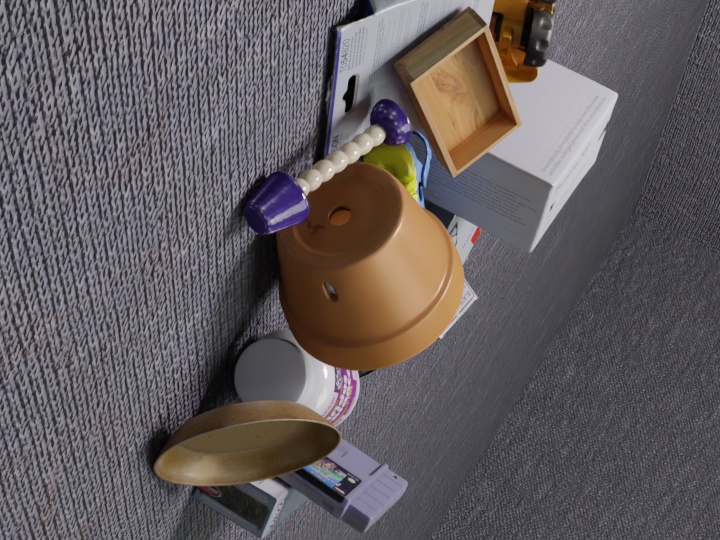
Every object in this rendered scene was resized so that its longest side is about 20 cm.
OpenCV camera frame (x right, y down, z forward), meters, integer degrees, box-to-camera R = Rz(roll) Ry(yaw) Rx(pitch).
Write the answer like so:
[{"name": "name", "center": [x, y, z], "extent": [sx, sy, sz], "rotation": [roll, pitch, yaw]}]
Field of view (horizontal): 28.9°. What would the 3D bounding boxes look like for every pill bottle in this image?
[{"name": "pill bottle", "center": [-0.073, 0.125, 1.571], "extent": [0.113, 0.112, 0.200], "rotation": [-62, 165, 0]}]

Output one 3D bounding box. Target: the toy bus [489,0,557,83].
[{"name": "toy bus", "center": [0.160, -0.338, 1.535], "extent": [0.201, 0.135, 0.193], "rotation": [95, 9, -51]}]

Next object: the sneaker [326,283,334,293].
[{"name": "sneaker", "center": [0.000, 0.000, 1.652], "extent": [0.075, 0.082, 0.200], "rotation": [-65, 166, 7]}]

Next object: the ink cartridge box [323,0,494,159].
[{"name": "ink cartridge box", "center": [0.041, -0.216, 1.441], "extent": [0.199, 0.041, 0.200], "rotation": [-24, 147, -25]}]

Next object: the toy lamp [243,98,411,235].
[{"name": "toy lamp", "center": [-0.032, -0.100, 1.376], "extent": [0.200, 0.058, 0.058], "rotation": [-38, 155, -29]}]

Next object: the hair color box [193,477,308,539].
[{"name": "hair color box", "center": [-0.107, 0.241, 1.684], "extent": [0.061, 0.099, 0.200], "rotation": [-66, 164, 19]}]

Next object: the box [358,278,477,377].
[{"name": "box", "center": [0.038, 0.071, 1.751], "extent": [0.199, 0.060, 0.117], "rotation": [-29, -171, 39]}]

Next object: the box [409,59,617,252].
[{"name": "box", "center": [0.185, -0.165, 1.757], "extent": [0.199, 0.199, 0.131], "rotation": [-51, 162, -35]}]

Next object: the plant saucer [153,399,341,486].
[{"name": "plant saucer", "center": [-0.120, 0.178, 1.466], "extent": [0.200, 0.199, 0.036], "rotation": [82, -3, -65]}]

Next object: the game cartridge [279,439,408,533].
[{"name": "game cartridge", "center": [-0.050, 0.225, 1.652], "extent": [0.039, 0.199, 0.130], "rotation": [-61, 166, 17]}]

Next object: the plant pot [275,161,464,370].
[{"name": "plant pot", "center": [-0.002, -0.017, 1.446], "extent": [0.201, 0.199, 0.140], "rotation": [-56, 148, -23]}]

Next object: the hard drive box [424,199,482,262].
[{"name": "hard drive box", "center": [0.111, -0.070, 1.914], "extent": [0.157, 0.076, 0.200], "rotation": [-61, 165, -1]}]

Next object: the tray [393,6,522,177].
[{"name": "tray", "center": [0.106, -0.186, 1.478], "extent": [0.098, 0.037, 0.200], "rotation": [-37, 150, -2]}]

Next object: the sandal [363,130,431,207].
[{"name": "sandal", "center": [0.053, -0.090, 1.661], "extent": [0.201, 0.079, 0.087], "rotation": [90, 22, -44]}]
